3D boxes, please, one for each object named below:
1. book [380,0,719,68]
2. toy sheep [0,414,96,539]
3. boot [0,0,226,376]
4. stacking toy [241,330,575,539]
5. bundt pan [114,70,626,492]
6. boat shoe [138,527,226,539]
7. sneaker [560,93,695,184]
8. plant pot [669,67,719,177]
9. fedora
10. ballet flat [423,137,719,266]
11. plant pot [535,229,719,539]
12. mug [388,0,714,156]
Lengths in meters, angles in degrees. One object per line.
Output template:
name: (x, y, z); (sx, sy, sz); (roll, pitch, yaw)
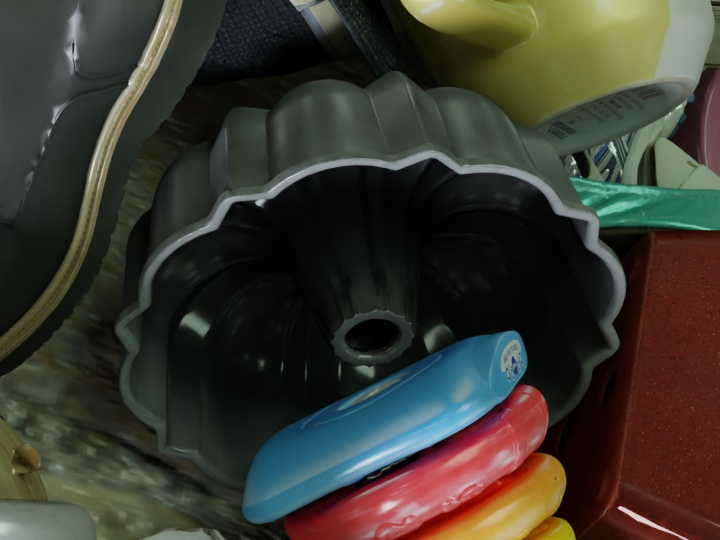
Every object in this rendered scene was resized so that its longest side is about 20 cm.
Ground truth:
book: (0.071, -0.163, 1.334); (0.199, 0.048, 0.134); (4, 52, -5)
toy sheep: (-0.149, 0.139, 1.016); (0.138, 0.138, 0.201); (5, 90, -32)
boot: (-0.152, -0.057, 1.074); (0.138, 0.200, 0.077); (10, 28, -34)
stacking toy: (0.051, 0.133, 1.101); (0.200, 0.110, 0.116); (63, 15, -3)
bundt pan: (0.000, 0.000, 1.154); (0.202, 0.202, 0.076); (16, 41, -26)
boat shoe: (-0.063, 0.128, 1.058); (0.069, 0.200, 0.071); (29, 87, -3)
sneaker: (0.099, -0.073, 1.333); (0.085, 0.077, 0.200); (24, 54, -16)
plant pot: (0.259, -0.048, 1.356); (0.200, 0.179, 0.200); (15, 58, -25)
fedora: (-0.062, -0.134, 1.164); (0.201, 0.091, 0.201); (60, 6, -10)
ballet flat: (0.107, -0.026, 1.250); (0.200, 0.067, 0.071); (5, 68, -9)
plant pot: (0.161, 0.094, 1.213); (0.176, 0.200, 0.200); (21, 55, -12)
mug: (0.058, -0.127, 1.199); (0.186, 0.149, 0.153); (-13, 77, -30)
